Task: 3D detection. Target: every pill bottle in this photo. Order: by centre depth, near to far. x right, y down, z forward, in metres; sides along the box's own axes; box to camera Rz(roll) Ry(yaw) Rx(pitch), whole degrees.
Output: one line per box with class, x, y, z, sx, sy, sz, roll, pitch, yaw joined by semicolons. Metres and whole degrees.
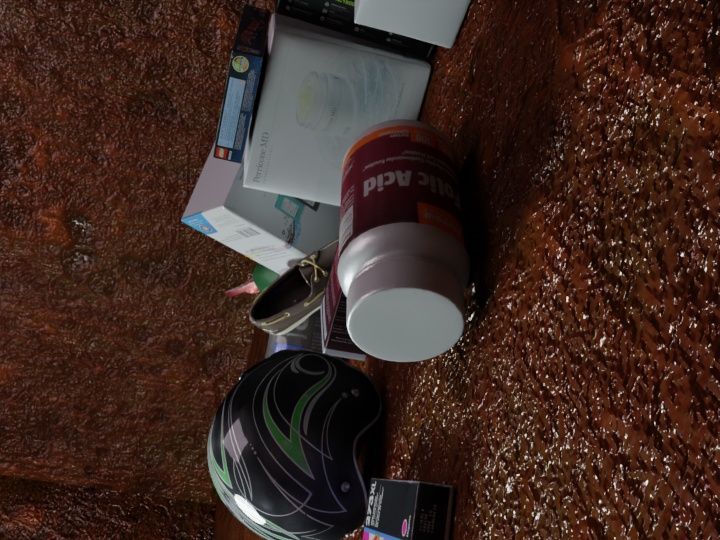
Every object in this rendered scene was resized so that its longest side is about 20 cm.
pill bottle;0.037;-0.029;0.705;0.115;0.113;0.201;112;165;-45
pill bottle;-0.080;0.104;1.195;0.114;0.113;0.201;146;134;-75

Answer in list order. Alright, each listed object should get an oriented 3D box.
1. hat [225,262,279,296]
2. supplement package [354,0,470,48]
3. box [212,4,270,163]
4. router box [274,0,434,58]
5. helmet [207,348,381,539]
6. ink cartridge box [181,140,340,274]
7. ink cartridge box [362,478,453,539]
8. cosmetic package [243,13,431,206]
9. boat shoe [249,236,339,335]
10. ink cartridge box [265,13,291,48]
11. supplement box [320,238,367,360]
hat;-0.166;-0.013;1.414;0.201;0.176;0.166;-59;-25;2
supplement package;0.062;-0.362;0.899;0.201;0.116;0.117;-90;16;-44
box;-0.151;-0.243;1.032;0.200;0.037;0.137;-96;19;-57
router box;-0.003;-0.346;0.997;0.150;0.199;0.062;-93;21;-52
helmet;-0.074;0.206;0.905;0.200;0.199;0.191;113;-179;-49
ink cartridge box;-0.131;-0.100;1.210;0.146;0.199;0.147;-8;58;53
ink cartridge box;0.031;0.231;0.699;0.200;0.037;0.095;129;151;-73
cosmetic package;-0.037;-0.198;1.034;0.123;0.199;0.201;-101;23;-64
boat shoe;-0.069;0.015;1.115;0.072;0.200;0.059;57;-168;24
ink cartridge box;-0.056;-0.272;1.208;0.045;0.199;0.177;136;145;-67
supplement box;0.000;0.000;1.017;0.109;0.060;0.201;-97;20;-57
